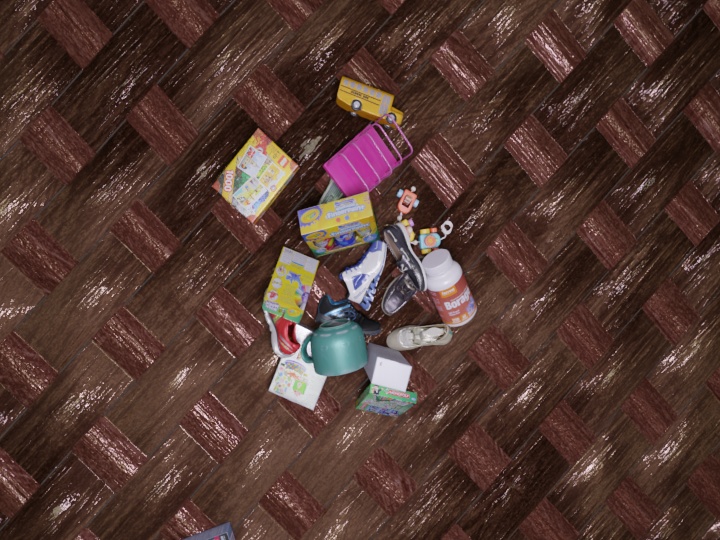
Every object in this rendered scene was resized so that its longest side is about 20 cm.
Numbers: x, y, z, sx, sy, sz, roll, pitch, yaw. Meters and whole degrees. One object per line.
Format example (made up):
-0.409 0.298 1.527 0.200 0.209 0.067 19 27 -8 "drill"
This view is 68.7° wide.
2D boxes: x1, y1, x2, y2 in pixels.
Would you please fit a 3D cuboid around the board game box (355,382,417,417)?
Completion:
0.068 0.364 1.465 0.130 0.201 0.030 15 62 -6 "board game box"

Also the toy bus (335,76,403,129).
0.027 -0.467 1.480 0.193 0.065 0.081 18 88 -7 "toy bus"

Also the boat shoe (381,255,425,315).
0.133 0.043 1.517 0.072 0.065 0.201 42 87 -5 "boat shoe"

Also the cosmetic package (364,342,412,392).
0.070 0.263 1.454 0.098 0.200 0.074 16 91 -6 "cosmetic package"

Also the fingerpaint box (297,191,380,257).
-0.053 -0.118 1.415 0.192 0.167 0.076 -14 69 4 "fingerpaint box"

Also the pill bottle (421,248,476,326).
0.245 0.047 1.476 0.110 0.112 0.204 -31 118 -4 "pill bottle"

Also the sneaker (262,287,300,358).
-0.208 0.135 1.452 0.083 0.076 0.207 -24 73 20 "sneaker"

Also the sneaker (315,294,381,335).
-0.029 0.129 1.499 0.193 0.073 0.085 15 92 -7 "sneaker"

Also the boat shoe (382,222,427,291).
0.121 -0.032 1.451 0.059 0.074 0.206 -20 84 -23 "boat shoe"

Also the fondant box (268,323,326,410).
-0.159 0.269 1.501 0.140 0.058 0.206 23 89 -7 "fondant box"

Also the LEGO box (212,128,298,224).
-0.286 -0.256 1.449 0.148 0.077 0.202 39 88 -6 "LEGO box"

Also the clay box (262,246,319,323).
-0.192 0.046 1.439 0.111 0.048 0.205 21 57 -8 "clay box"

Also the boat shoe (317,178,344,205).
-0.054 -0.242 1.483 0.071 0.062 0.204 30 88 -7 "boat shoe"

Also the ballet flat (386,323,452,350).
0.165 0.186 1.506 0.192 0.069 0.072 -10 94 9 "ballet flat"

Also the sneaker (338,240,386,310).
0.000 0.001 1.493 0.111 0.081 0.207 16 93 -9 "sneaker"

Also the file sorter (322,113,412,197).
0.025 -0.303 1.424 0.200 0.125 0.140 -44 101 -23 "file sorter"

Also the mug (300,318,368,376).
-0.075 0.199 1.399 0.178 0.152 0.119 -10 98 -6 "mug"

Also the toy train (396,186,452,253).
0.172 -0.139 1.517 0.197 0.056 0.153 33 89 -7 "toy train"
